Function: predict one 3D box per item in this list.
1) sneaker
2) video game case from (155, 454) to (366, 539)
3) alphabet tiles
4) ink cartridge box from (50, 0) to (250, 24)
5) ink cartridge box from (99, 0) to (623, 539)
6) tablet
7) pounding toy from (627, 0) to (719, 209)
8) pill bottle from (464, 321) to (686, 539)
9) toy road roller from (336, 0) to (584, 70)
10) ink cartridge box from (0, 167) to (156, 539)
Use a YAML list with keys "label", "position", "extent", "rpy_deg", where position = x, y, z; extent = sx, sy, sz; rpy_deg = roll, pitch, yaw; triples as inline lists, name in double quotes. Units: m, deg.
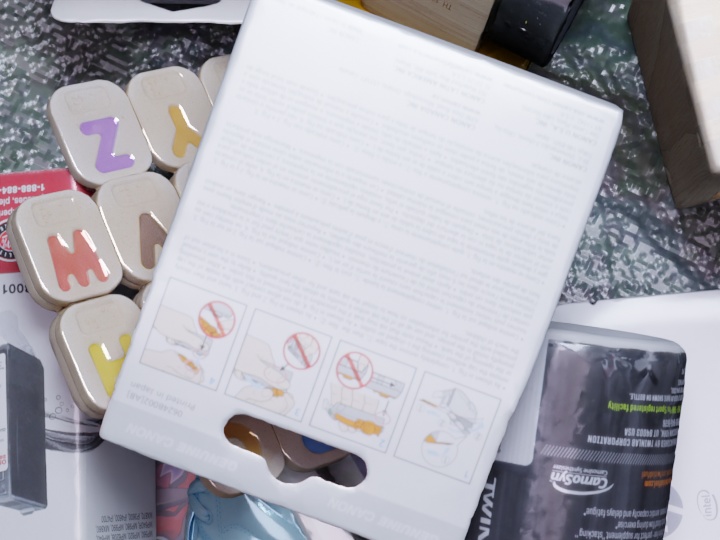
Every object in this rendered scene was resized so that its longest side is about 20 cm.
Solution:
- label: "sneaker"
  position: [-0.056, 0.102, 0.858]
  extent: [0.082, 0.074, 0.201]
  rpy_deg: [-29, 83, 1]
- label: "video game case"
  position: [-0.052, 0.090, 0.905]
  extent: [0.199, 0.023, 0.183]
  rpy_deg: [3, 87, 4]
- label: "alphabet tiles"
  position: [-0.053, -0.005, 0.836]
  extent: [0.199, 0.015, 0.196]
  rpy_deg: [-15, 76, -36]
- label: "ink cartridge box"
  position: [-0.080, -0.208, 0.874]
  extent: [0.128, 0.125, 0.201]
  rpy_deg: [2, 87, 5]
- label: "ink cartridge box"
  position: [0.000, 0.000, 0.782]
  extent: [0.159, 0.047, 0.201]
  rpy_deg: [20, 93, -2]
- label: "tablet"
  position: [0.159, 0.111, 0.893]
  extent: [0.129, 0.014, 0.201]
  rpy_deg: [-5, 86, 4]
- label: "pounding toy"
  position: [0.233, -0.086, 0.813]
  extent: [0.199, 0.184, 0.143]
  rpy_deg: [-13, 86, 3]
- label: "pill bottle"
  position: [0.082, 0.125, 0.844]
  extent: [0.106, 0.106, 0.201]
  rpy_deg: [7, 91, 5]
- label: "toy road roller"
  position: [0.051, -0.150, 0.879]
  extent: [0.122, 0.146, 0.200]
  rpy_deg: [27, 52, 5]
- label: "ink cartridge box"
  position: [-0.174, 0.061, 0.870]
  extent: [0.144, 0.084, 0.201]
  rpy_deg: [-4, 85, 18]
